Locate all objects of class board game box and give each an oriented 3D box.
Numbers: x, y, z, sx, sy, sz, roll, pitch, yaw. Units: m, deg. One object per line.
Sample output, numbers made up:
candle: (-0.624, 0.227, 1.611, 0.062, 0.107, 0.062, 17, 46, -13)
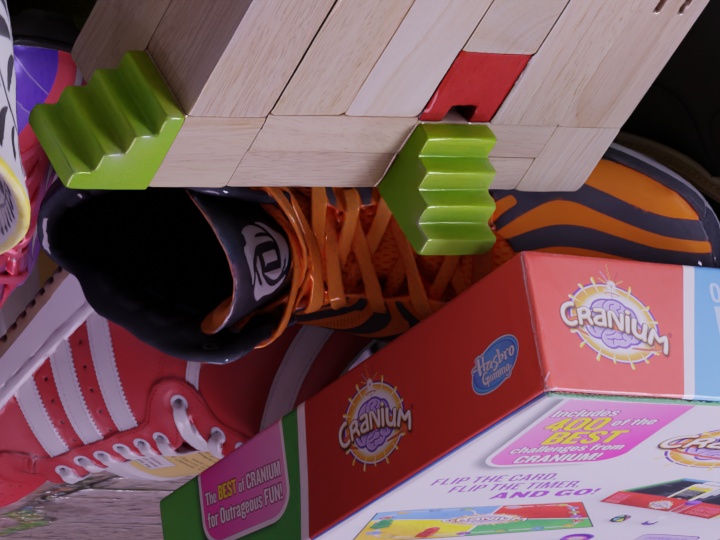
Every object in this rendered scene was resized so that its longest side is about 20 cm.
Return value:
board game box: (0.055, 0.056, 0.868, 0.153, 0.040, 0.200, 5, 154, -34)

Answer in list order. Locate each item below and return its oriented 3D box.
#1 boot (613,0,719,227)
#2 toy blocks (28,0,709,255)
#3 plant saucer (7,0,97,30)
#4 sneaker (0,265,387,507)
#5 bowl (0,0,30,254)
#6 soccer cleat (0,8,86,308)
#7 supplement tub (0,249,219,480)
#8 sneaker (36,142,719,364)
boot: (0.093, -0.096, 0.875, 0.200, 0.139, 0.077, 27, -136, 34)
toy blocks: (0.023, -0.087, 0.758, 0.199, 0.100, 0.137, -1, 137, -39)
plant saucer: (-0.089, -0.090, 0.885, 0.199, 0.048, 0.200, -3, 168, 0)
sneaker: (-0.062, 0.046, 0.980, 0.200, 0.112, 0.071, -49, 174, 39)
bowl: (-0.166, -0.083, 0.735, 0.200, 0.095, 0.201, 14, 162, 5)
soccer cleat: (-0.117, -0.026, 0.884, 0.068, 0.074, 0.200, 1, 167, -12)
supplement tub: (-0.042, 0.000, 1.084, 0.199, 0.146, 0.145, -10, 166, 30)
sneaker: (0.000, 0.000, 0.842, 0.199, 0.078, 0.112, 4, -169, 16)
